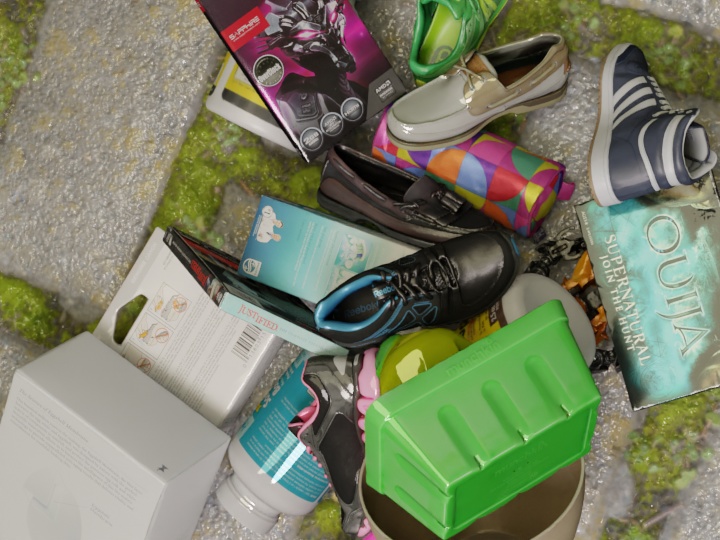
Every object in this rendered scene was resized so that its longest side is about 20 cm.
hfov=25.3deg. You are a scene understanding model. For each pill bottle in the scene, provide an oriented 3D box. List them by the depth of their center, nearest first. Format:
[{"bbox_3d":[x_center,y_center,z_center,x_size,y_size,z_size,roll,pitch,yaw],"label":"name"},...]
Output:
[{"bbox_3d":[0.123,0.100,1.525,0.200,0.109,0.110,-45,73,36],"label":"pill bottle"},{"bbox_3d":[-0.058,0.167,1.609,0.111,0.111,0.201,41,98,16],"label":"pill bottle"},{"bbox_3d":[-0.069,-0.234,1.639,0.113,0.114,0.202,27,95,17],"label":"pill bottle"}]

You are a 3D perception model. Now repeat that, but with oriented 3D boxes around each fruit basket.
[{"bbox_3d":[0.081,0.103,1.373,0.212,0.156,0.218,0,53,0],"label":"fruit basket"}]

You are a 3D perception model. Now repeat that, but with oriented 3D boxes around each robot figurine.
[{"bbox_3d":[0.251,0.009,1.550,0.199,0.058,0.146,-37,76,11],"label":"robot figurine"}]

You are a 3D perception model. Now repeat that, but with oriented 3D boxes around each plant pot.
[{"bbox_3d":[0.107,0.225,1.424,0.197,0.201,0.136,0,128,17],"label":"plant pot"}]

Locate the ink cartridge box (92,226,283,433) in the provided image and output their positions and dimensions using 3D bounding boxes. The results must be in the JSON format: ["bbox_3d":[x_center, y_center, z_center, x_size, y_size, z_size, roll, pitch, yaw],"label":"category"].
[{"bbox_3d":[-0.190,0.085,1.690,0.175,0.045,0.201,34,96,16],"label":"ink cartridge box"}]

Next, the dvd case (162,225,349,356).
[{"bbox_3d":[-0.106,0.022,1.565,0.022,0.145,0.200,-60,30,5],"label":"dvd case"}]

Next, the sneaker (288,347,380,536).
[{"bbox_3d":[-0.021,0.162,1.525,0.094,0.079,0.203,1,116,2],"label":"sneaker"}]

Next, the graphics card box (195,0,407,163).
[{"bbox_3d":[-0.060,-0.221,1.559,0.125,0.051,0.201,-34,103,-3],"label":"graphics card box"}]

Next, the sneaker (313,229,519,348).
[{"bbox_3d":[0.050,0.021,1.449,0.198,0.082,0.074,-25,79,13],"label":"sneaker"}]

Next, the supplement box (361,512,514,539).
[{"bbox_3d":[0.057,0.286,1.568,0.200,0.103,0.101,-42,77,11],"label":"supplement box"}]

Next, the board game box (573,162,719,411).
[{"bbox_3d":[0.290,0.016,1.493,0.134,0.028,0.203,-18,81,15],"label":"board game box"}]

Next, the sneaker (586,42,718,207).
[{"bbox_3d":[0.278,-0.145,1.500,0.107,0.070,0.202,-11,43,29],"label":"sneaker"}]

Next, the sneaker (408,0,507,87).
[{"bbox_3d":[0.104,-0.273,1.602,0.073,0.083,0.202,21,92,18],"label":"sneaker"}]

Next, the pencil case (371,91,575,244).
[{"bbox_3d":[0.109,-0.104,1.592,0.198,0.088,0.089,28,95,17],"label":"pencil case"}]

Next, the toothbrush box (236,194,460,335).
[{"bbox_3d":[0.000,0.000,1.584,0.198,0.146,0.086,19,93,16],"label":"toothbrush box"}]

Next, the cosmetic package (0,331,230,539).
[{"bbox_3d":[-0.265,0.209,1.631,0.198,0.123,0.202,34,123,16],"label":"cosmetic package"}]

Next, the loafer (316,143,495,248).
[{"bbox_3d":[0.042,-0.070,1.560,0.198,0.072,0.064,19,119,28],"label":"loafer"}]

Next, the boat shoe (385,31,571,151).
[{"bbox_3d":[0.113,-0.180,1.555,0.198,0.069,0.075,-23,54,-18],"label":"boat shoe"}]
